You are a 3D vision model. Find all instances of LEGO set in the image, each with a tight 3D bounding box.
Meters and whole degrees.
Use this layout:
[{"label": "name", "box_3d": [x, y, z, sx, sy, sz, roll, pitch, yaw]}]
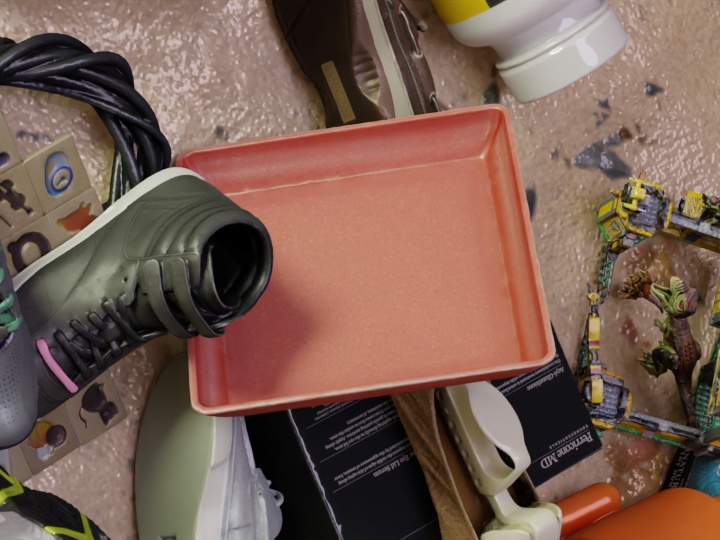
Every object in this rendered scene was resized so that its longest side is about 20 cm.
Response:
[{"label": "LEGO set", "box_3d": [0.214, 0.028, 1.580, 0.154, 0.116, 0.200, 25, 71, -10]}]

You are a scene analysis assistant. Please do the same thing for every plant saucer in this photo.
[{"label": "plant saucer", "box_3d": [0.000, 0.000, 1.420, 0.200, 0.037, 0.200, -9, 49, 2]}]

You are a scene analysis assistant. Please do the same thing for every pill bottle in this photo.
[{"label": "pill bottle", "box_3d": [0.083, -0.209, 1.553, 0.111, 0.111, 0.200, -39, 104, -30]}]

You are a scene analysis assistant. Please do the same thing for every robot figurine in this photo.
[{"label": "robot figurine", "box_3d": [0.170, 0.205, 1.542, 0.200, 0.117, 0.144, -21, 94, -36]}]

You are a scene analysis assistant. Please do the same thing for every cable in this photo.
[{"label": "cable", "box_3d": [-0.192, -0.050, 1.389, 0.200, 0.051, 0.163, 1, 85, -34]}]

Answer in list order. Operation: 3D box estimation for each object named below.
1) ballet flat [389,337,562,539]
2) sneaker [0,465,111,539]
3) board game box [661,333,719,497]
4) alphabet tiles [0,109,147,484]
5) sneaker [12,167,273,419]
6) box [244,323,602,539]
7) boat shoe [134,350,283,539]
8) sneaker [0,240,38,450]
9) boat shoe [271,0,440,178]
[{"label": "ballet flat", "box_3d": [0.077, 0.122, 1.431, 0.068, 0.072, 0.200, -25, 98, -33]}, {"label": "sneaker", "box_3d": [-0.190, 0.160, 1.360, 0.200, 0.075, 0.076, 41, 97, -26]}, {"label": "board game box", "box_3d": [0.284, 0.106, 1.682, 0.135, 0.028, 0.200, 33, 67, -23]}, {"label": "alphabet tiles", "box_3d": [-0.201, 0.022, 1.360, 0.166, 0.006, 0.200, -33, 118, -27]}, {"label": "sneaker", "box_3d": [-0.129, 0.023, 1.346, 0.200, 0.099, 0.071, -45, 124, -21]}, {"label": "box", "box_3d": [0.030, 0.087, 1.494, 0.200, 0.079, 0.141, -26, 95, -33]}, {"label": "boat shoe", "box_3d": [-0.082, 0.147, 1.427, 0.071, 0.070, 0.201, 4, 83, -44]}, {"label": "sneaker", "box_3d": [-0.209, -0.002, 1.270, 0.074, 0.088, 0.200, -23, 95, -28]}, {"label": "boat shoe", "box_3d": [0.002, -0.143, 1.524, 0.075, 0.075, 0.203, -25, 103, -46]}]
